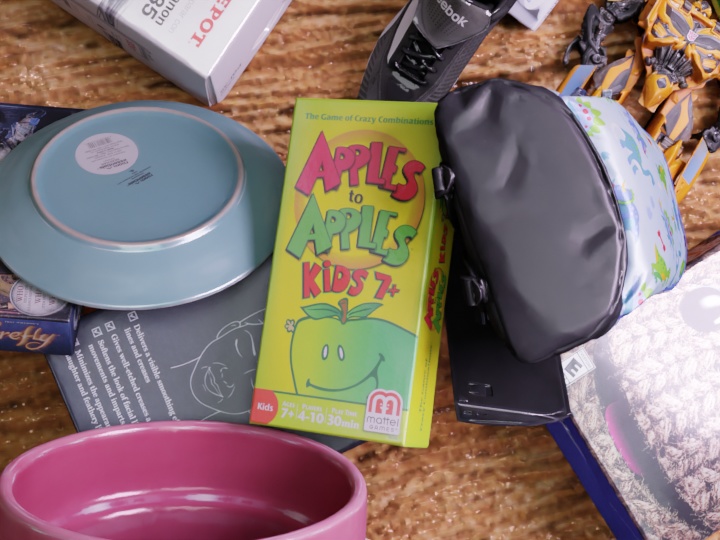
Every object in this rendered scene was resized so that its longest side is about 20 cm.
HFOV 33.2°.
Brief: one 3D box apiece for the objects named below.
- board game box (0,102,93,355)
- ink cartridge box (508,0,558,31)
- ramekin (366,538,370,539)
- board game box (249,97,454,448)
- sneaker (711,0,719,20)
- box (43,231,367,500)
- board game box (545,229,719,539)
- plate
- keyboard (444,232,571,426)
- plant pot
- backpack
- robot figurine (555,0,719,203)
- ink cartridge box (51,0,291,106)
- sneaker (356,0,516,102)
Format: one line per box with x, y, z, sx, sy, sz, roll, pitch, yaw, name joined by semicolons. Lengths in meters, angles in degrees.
-0.240;-0.035;0.794;0.134;0.035;0.201;4;45;-4;board game box
0.110;-0.313;0.869;0.200;0.043;0.198;38;107;1;ink cartridge box
-0.031;0.270;0.802;0.199;0.105;0.202;0;85;-4;ramekin
0.000;0.000;0.734;0.101;0.048;0.202;5;83;22;board game box
0.265;-0.258;0.889;0.074;0.084;0.200;-37;87;-7;sneaker
-0.090;0.075;0.816;0.199;0.107;0.149;-23;86;-6;box
0.235;0.081;0.845;0.199;0.097;0.160;-32;87;-7;board game box
-0.143;-0.055;0.781;0.199;0.026;0.201;2;46;-2;plate
0.067;0.030;0.809;0.126;0.201;0.021;8;125;-6;keyboard
-0.098;0.197;0.665;0.198;0.200;0.180;1;101;-4;plant pot
0.130;-0.031;0.747;0.153;0.200;0.164;-18;80;5;backpack
0.205;-0.116;0.882;0.145;0.058;0.201;33;83;-2;robot figurine
-0.146;-0.236;0.855;0.199;0.083;0.147;34;82;0;ink cartridge box
0.058;-0.174;0.839;0.066;0.091;0.200;40;105;1;sneaker
